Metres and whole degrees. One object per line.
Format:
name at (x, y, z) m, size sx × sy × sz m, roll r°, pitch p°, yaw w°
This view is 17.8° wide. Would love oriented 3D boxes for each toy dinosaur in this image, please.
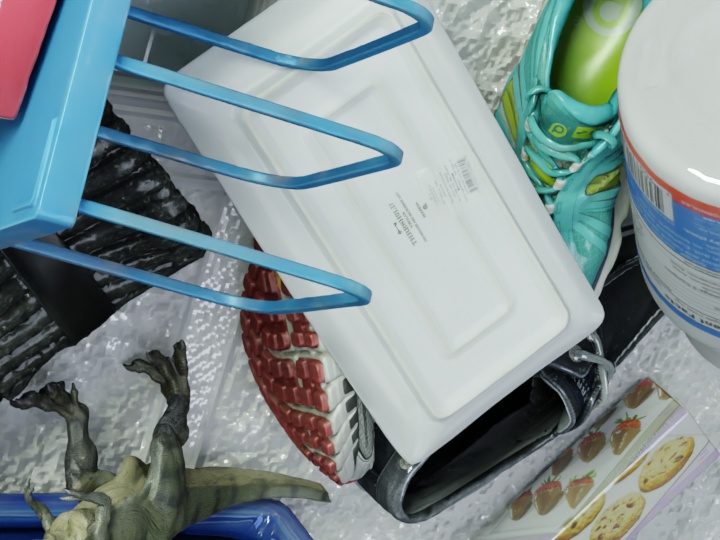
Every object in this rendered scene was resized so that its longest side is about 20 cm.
toy dinosaur at (-0.092, 0.081, 0.949) m, size 0.200 × 0.047 × 0.088 m, roll -16°, pitch 85°, yaw -53°

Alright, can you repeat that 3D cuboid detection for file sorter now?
file sorter at (-0.047, -0.093, 0.784) m, size 0.122 × 0.139 × 0.201 m, roll 16°, pitch 81°, yaw -21°

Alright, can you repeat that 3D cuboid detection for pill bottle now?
pill bottle at (0.166, -0.032, 0.942) m, size 0.112 × 0.112 × 0.200 m, roll -37°, pitch 154°, yaw -7°

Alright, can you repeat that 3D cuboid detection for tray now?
tray at (0.017, -0.022, 0.904) m, size 0.107 × 0.022 × 0.200 m, roll -37°, pitch 117°, yaw -8°

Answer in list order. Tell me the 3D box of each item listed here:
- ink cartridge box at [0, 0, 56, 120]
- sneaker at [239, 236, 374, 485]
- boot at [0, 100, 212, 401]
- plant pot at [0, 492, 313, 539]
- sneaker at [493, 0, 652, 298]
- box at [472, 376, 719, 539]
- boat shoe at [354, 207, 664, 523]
ink cartridge box at (-0.208, -0.128, 0.728) m, size 0.199 × 0.147 × 0.083 m, roll 12°, pitch 108°, yaw -34°
sneaker at (0.000, 0.000, 0.959) m, size 0.082 × 0.078 × 0.201 m, roll -12°, pitch 121°, yaw -25°
boot at (-0.166, -0.025, 0.847) m, size 0.158 × 0.079 × 0.211 m, roll -41°, pitch 139°, yaw 4°
plant pot at (-0.104, 0.221, 0.948) m, size 0.199 × 0.200 × 0.180 m, roll 4°, pitch 120°, yaw -30°
sneaker at (0.082, -0.055, 0.964) m, size 0.077 × 0.080 × 0.201 m, roll 18°, pitch 103°, yaw 7°
box at (0.085, 0.136, 1.103) m, size 0.200 × 0.039 × 0.041 m, roll -42°, pitch 127°, yaw -4°
boat shoe at (0.083, 0.042, 1.034) m, size 0.200 × 0.068 × 0.072 m, roll -33°, pitch 127°, yaw -11°
